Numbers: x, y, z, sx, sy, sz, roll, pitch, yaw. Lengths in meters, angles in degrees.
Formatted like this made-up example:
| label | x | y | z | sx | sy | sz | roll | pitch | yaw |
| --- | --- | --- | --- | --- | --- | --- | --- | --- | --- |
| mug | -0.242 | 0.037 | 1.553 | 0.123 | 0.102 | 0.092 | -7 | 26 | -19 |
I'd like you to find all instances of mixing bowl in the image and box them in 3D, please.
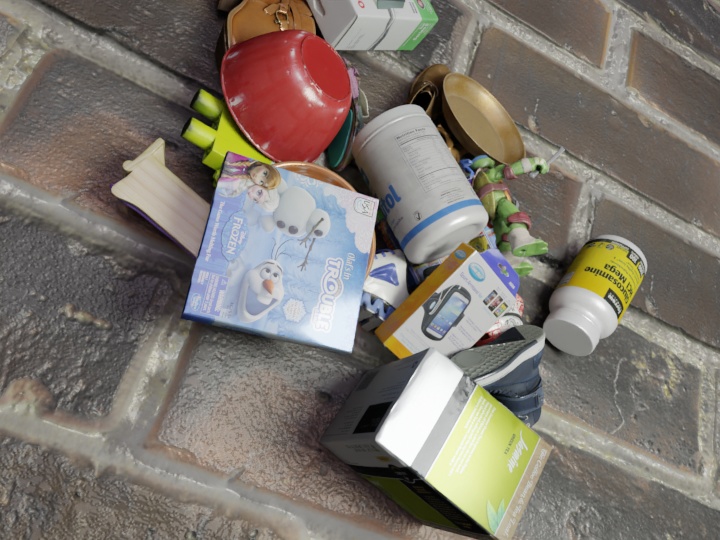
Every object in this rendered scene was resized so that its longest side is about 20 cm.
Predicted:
| label | x | y | z | sx | sy | sz | roll | pitch | yaw |
| --- | --- | --- | --- | --- | --- | --- | --- | --- | --- |
| mixing bowl | -0.085 | -0.260 | 0.790 | 0.200 | 0.108 | 0.201 | 26 | 54 | -41 |

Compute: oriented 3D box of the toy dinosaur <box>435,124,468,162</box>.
| label | x | y | z | sx | sy | sz | roll | pitch | yaw |
| --- | --- | --- | --- | --- | --- | --- | --- | --- | --- |
| toy dinosaur | 0.155 | -0.201 | 0.964 | 0.200 | 0.060 | 0.106 | -42 | 102 | -41 |

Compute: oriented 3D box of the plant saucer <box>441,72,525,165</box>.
| label | x | y | z | sx | sy | sz | roll | pitch | yaw |
| --- | --- | --- | --- | --- | --- | --- | --- | --- | --- |
| plant saucer | 0.206 | -0.253 | 0.969 | 0.200 | 0.035 | 0.201 | 24 | 47 | -28 |

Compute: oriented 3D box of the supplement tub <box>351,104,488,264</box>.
| label | x | y | z | sx | sy | sz | roll | pitch | yaw |
| --- | --- | --- | --- | --- | --- | --- | --- | --- | --- |
| supplement tub | 0.085 | -0.123 | 0.816 | 0.132 | 0.132 | 0.200 | -20 | 72 | -26 |

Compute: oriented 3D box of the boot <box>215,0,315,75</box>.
| label | x | y | z | sx | sy | sz | roll | pitch | yaw |
| --- | --- | --- | --- | --- | --- | --- | --- | --- | --- |
| boot | -0.145 | -0.368 | 0.881 | 0.154 | 0.074 | 0.201 | 4 | 77 | -28 |

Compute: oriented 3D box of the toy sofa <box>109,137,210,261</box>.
| label | x | y | z | sx | sy | sz | roll | pitch | yaw |
| --- | --- | --- | --- | --- | --- | --- | --- | --- | --- |
| toy sofa | -0.226 | -0.066 | 0.740 | 0.200 | 0.083 | 0.098 | 40 | 67 | -6 |

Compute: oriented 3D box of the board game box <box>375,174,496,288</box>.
| label | x | y | z | sx | sy | sz | roll | pitch | yaw |
| --- | --- | --- | --- | --- | --- | --- | --- | --- | --- |
| board game box | 0.132 | -0.068 | 0.910 | 0.200 | 0.034 | 0.136 | -22 | 81 | -26 |

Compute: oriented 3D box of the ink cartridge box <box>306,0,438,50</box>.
| label | x | y | z | sx | sy | sz | roll | pitch | yaw |
| --- | --- | --- | --- | --- | --- | --- | --- | --- | --- |
| ink cartridge box | 0.015 | -0.457 | 0.942 | 0.200 | 0.084 | 0.146 | -21 | 82 | -41 |

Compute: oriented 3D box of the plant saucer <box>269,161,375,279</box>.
| label | x | y | z | sx | sy | sz | roll | pitch | yaw |
| --- | --- | --- | --- | --- | --- | --- | --- | --- | --- |
| plant saucer | -0.078 | -0.041 | 0.722 | 0.199 | 0.037 | 0.201 | 5 | 76 | -21 |

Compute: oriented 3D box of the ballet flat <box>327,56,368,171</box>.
| label | x | y | z | sx | sy | sz | roll | pitch | yaw |
| --- | --- | --- | --- | --- | --- | --- | --- | --- | --- |
| ballet flat | -0.014 | -0.249 | 0.901 | 0.071 | 0.069 | 0.201 | 11 | 67 | -39 |

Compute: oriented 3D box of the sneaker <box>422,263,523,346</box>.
| label | x | y | z | sx | sy | sz | roll | pitch | yaw |
| --- | --- | --- | --- | --- | --- | --- | --- | --- | --- |
| sneaker | 0.179 | 0.060 | 0.851 | 0.201 | 0.067 | 0.108 | 16 | 68 | -35 |

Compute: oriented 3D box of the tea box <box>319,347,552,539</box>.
| label | x | y | z | sx | sy | sz | roll | pitch | yaw |
| --- | --- | --- | --- | --- | --- | --- | --- | --- | --- |
| tea box | 0.086 | 0.221 | 0.704 | 0.197 | 0.200 | 0.134 | 41 | 63 | -6 |

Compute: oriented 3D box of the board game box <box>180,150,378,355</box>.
| label | x | y | z | sx | sy | sz | roll | pitch | yaw |
| --- | --- | --- | --- | --- | --- | --- | --- | --- | --- |
| board game box | -0.089 | -0.018 | 0.668 | 0.198 | 0.043 | 0.201 | 15 | 73 | -18 |

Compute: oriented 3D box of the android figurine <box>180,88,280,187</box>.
| label | x | y | z | sx | sy | sz | roll | pitch | yaw |
| --- | --- | --- | --- | --- | --- | --- | --- | --- | --- |
| android figurine | -0.154 | -0.172 | 0.797 | 0.200 | 0.041 | 0.183 | 28 | 46 | -33 |

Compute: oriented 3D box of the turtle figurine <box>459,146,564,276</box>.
| label | x | y | z | sx | sy | sz | roll | pitch | yaw |
| --- | --- | --- | --- | --- | --- | --- | --- | --- | --- |
| turtle figurine | 0.251 | -0.096 | 0.856 | 0.200 | 0.144 | 0.195 | 16 | 54 | -35 |

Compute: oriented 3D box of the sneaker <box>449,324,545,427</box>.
| label | x | y | z | sx | sy | sz | roll | pitch | yaw |
| --- | --- | --- | --- | --- | --- | --- | --- | --- | --- |
| sneaker | 0.191 | 0.176 | 0.792 | 0.202 | 0.077 | 0.147 | -16 | 113 | -34 |

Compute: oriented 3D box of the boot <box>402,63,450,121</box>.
| label | x | y | z | sx | sy | sz | roll | pitch | yaw |
| --- | --- | --- | --- | --- | --- | --- | --- | --- | --- |
| boot | 0.117 | -0.298 | 0.960 | 0.074 | 0.075 | 0.200 | 34 | 62 | -6 |

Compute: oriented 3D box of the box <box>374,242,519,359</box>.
| label | x | y | z | sx | sy | sz | roll | pitch | yaw |
| --- | --- | --- | --- | --- | --- | --- | --- | --- | --- |
| box | 0.128 | 0.055 | 0.779 | 0.200 | 0.041 | 0.119 | -46 | 121 | -1 |

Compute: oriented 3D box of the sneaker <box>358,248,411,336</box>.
| label | x | y | z | sx | sy | sz | roll | pitch | yaw |
| --- | --- | --- | --- | --- | --- | --- | --- | --- | --- |
| sneaker | 0.001 | 0.001 | 0.818 | 0.199 | 0.081 | 0.115 | 42 | 59 | -12 |

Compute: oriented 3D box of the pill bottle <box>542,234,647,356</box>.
| label | x | y | z | sx | sy | sz | roll | pitch | yaw |
| --- | --- | --- | --- | --- | --- | --- | --- | --- | --- |
| pill bottle | 0.389 | 0.042 | 0.934 | 0.112 | 0.112 | 0.200 | 43 | 63 | -4 |
